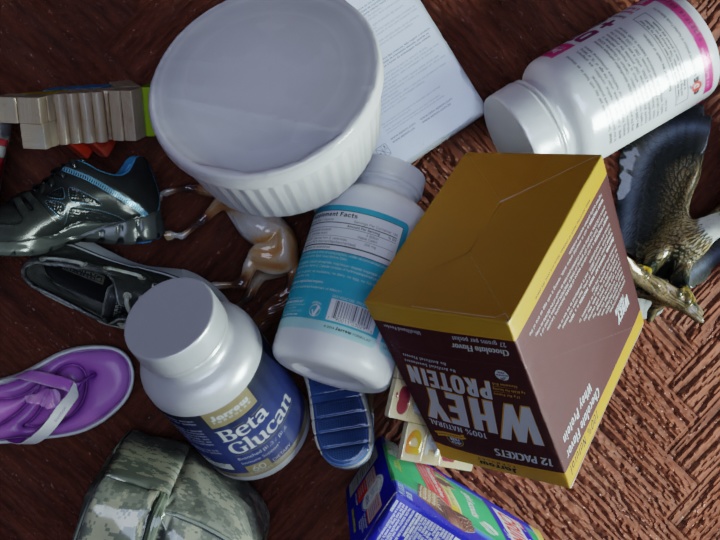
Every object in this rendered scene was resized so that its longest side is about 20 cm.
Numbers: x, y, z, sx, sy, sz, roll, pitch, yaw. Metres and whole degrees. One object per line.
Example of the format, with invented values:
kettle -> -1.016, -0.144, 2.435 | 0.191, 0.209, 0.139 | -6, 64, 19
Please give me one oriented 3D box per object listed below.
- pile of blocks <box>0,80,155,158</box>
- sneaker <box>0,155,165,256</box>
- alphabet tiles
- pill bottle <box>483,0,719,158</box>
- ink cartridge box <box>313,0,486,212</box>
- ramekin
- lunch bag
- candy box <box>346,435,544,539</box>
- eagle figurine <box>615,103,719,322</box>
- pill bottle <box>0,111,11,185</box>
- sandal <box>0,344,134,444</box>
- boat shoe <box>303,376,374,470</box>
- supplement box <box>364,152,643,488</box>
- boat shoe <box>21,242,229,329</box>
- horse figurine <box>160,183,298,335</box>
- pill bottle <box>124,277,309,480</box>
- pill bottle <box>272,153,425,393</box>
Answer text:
pile of blocks -> -0.233, -0.140, 0.879 | 0.199, 0.082, 0.063 | -8, 110, -20
sneaker -> -0.275, -0.058, 0.842 | 0.199, 0.073, 0.082 | -11, 102, -36
alphabet tiles -> 0.088, 0.099, 0.879 | 0.006, 0.200, 0.167 | 8, 80, 37
pill bottle -> 0.225, -0.169, 0.890 | 0.199, 0.113, 0.114 | -30, 96, -8
ink cartridge box -> -0.011, -0.184, 0.914 | 0.196, 0.043, 0.201 | -33, 94, 0
ramekin -> -0.073, -0.137, 0.811 | 0.201, 0.094, 0.203 | -5, 61, 8
lunch bag -> -0.164, 0.245, 0.850 | 0.167, 0.200, 0.140 | 15, 93, -4
candy box -> 0.089, 0.258, 0.887 | 0.199, 0.169, 0.077 | 34, 94, -7
eagle figurine -> 0.321, -0.045, 0.923 | 0.201, 0.150, 0.152 | -60, 141, -31
pill bottle -> -0.390, -0.058, 0.855 | 0.112, 0.112, 0.201 | 11, 92, -5
sandal -> -0.316, 0.131, 0.904 | 0.201, 0.050, 0.083 | -17, 95, -4
boat shoe -> -0.024, 0.093, 0.911 | 0.072, 0.072, 0.201 | -5, 71, 5
supplement box -> 0.135, 0.038, 0.815 | 0.198, 0.132, 0.201 | -55, 134, -33
boat shoe -> -0.219, 0.028, 0.883 | 0.199, 0.064, 0.071 | 19, 116, 4
horse figurine -> -0.115, -0.035, 0.912 | 0.132, 0.050, 0.201 | -28, 93, 4
pill bottle -> -0.127, 0.096, 0.837 | 0.111, 0.111, 0.200 | -29, 139, -2
pill bottle -> 0.000, 0.000, 0.843 | 0.110, 0.111, 0.201 | 19, 73, -6
